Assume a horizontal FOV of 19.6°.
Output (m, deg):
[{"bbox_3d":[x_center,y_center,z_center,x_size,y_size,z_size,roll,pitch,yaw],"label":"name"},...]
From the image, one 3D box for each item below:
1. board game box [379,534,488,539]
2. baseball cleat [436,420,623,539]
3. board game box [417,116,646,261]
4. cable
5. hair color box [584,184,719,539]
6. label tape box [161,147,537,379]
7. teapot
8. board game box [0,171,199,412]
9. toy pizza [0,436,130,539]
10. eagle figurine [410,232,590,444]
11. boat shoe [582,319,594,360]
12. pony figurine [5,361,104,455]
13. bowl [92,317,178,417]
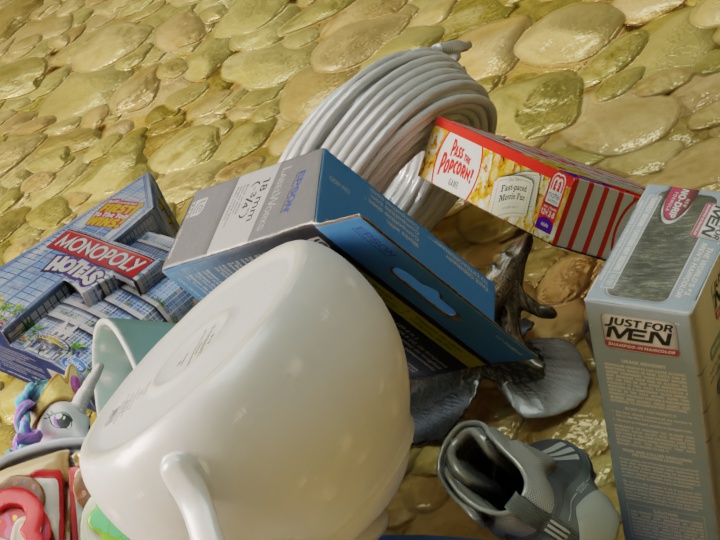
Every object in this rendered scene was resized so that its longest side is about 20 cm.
[{"bbox_3d":[0.072,0.183,1.132,0.157,0.039,0.199,3,4,-43],"label":"board game box"},{"bbox_3d":[0.087,0.114,1.164,0.070,0.106,0.200,-53,10,-3],"label":"baseball cleat"},{"bbox_3d":[0.146,-0.042,1.364,0.200,0.150,0.047,32,105,62],"label":"board game box"},{"bbox_3d":[0.012,-0.066,1.490,0.069,0.201,0.199,39,25,20],"label":"cable"},{"bbox_3d":[0.176,0.065,1.119,0.060,0.201,0.099,8,42,26],"label":"hair color box"},{"bbox_3d":[0.000,0.000,1.196,0.199,0.144,0.064,-14,45,51],"label":"label tape box"},{"bbox_3d":[-0.041,0.093,1.096,0.200,0.146,0.197,-47,13,-20],"label":"teapot"},{"bbox_3d":[-0.199,0.009,1.654,0.200,0.062,0.199,-42,33,-25],"label":"board game box"},{"bbox_3d":[-0.158,0.184,1.139,0.198,0.032,0.202,-1,67,3],"label":"toy pizza"},{"bbox_3d":[0.046,0.040,1.377,0.151,0.152,0.200,4,-21,-28],"label":"eagle figurine"},{"bbox_3d":[0.215,0.040,1.252,0.071,0.076,0.199,-30,21,-25],"label":"boat shoe"},{"bbox_3d":[-0.197,0.173,1.258,0.193,0.166,0.200,-48,41,16],"label":"pony figurine"},{"bbox_3d":[-0.091,0.116,1.295,0.104,0.202,0.201,-14,26,-18],"label":"bowl"}]
